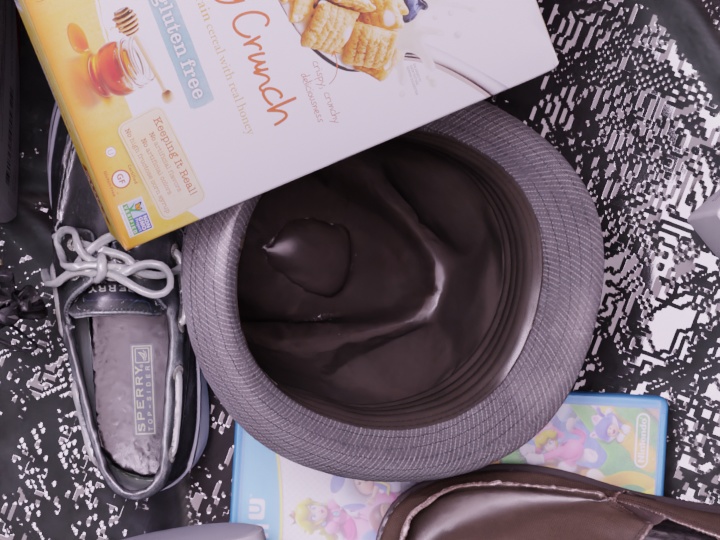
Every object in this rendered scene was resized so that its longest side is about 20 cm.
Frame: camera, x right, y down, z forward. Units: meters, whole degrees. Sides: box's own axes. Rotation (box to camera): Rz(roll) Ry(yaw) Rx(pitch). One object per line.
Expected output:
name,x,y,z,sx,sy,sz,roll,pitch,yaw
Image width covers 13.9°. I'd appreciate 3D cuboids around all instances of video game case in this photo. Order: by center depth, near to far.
video game case,0.039,0.124,1.377,0.200,0.018,0.143,3,91,0

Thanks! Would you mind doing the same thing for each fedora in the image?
fedora,0.000,0.000,1.323,0.200,0.090,0.177,6,97,-28

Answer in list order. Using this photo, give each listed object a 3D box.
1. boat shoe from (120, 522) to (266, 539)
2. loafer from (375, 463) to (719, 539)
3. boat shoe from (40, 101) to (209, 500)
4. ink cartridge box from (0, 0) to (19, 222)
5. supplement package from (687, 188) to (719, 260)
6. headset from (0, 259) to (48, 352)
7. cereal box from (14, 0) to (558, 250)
boat shoe,-0.133,0.167,1.350,0.200,0.072,0.066,-17,94,2
loafer,0.107,0.127,1.333,0.200,0.071,0.073,2,91,-1
boat shoe,-0.110,0.005,1.341,0.074,0.068,0.199,0,96,8
ink cartridge box,-0.195,-0.100,1.277,0.084,0.200,0.145,0,86,-2
supplement package,0.263,-0.046,1.326,0.200,0.121,0.120,-41,90,-1
headset,-0.239,0.037,1.337,0.200,0.094,0.124,-13,91,11
cereal box,-0.034,-0.112,1.213,0.200,0.040,0.144,-24,105,-8
